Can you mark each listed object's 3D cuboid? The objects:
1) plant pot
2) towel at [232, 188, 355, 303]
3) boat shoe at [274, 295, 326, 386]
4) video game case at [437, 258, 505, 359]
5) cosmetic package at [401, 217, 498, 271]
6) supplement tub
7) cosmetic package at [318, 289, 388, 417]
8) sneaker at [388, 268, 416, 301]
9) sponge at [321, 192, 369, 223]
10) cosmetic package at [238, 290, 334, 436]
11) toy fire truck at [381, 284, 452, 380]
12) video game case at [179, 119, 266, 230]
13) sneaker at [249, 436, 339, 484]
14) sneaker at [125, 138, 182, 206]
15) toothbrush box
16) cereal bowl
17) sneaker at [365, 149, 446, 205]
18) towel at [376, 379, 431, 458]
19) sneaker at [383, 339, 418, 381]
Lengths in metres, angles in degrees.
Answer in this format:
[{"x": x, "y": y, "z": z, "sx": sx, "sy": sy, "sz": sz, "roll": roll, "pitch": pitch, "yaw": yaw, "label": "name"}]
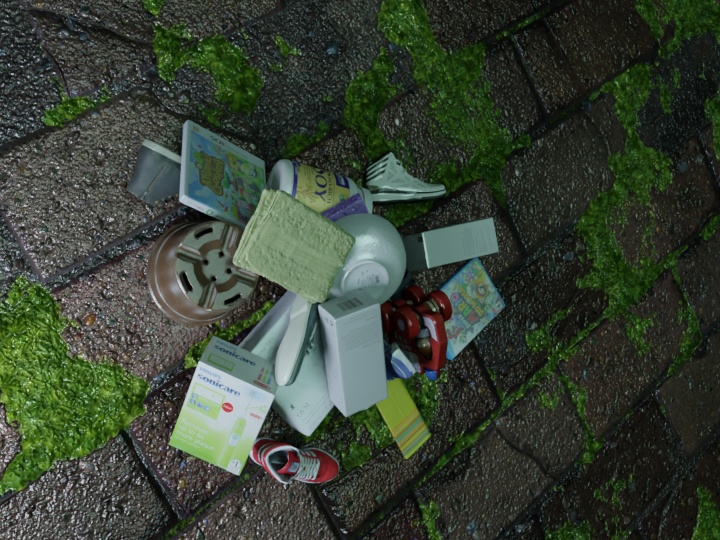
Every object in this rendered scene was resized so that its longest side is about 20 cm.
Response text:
[{"x": -0.277, "y": -0.001, "z": 1.185, "sx": 0.194, "sy": 0.197, "sz": 0.208, "roll": 2, "pitch": 86, "yaw": -24, "label": "plant pot"}, {"x": -0.110, "y": -0.040, "z": 1.130, "sx": 0.197, "sy": 0.036, "sz": 0.151, "roll": 27, "pitch": 96, "yaw": -31, "label": "towel"}, {"x": -0.100, "y": 0.121, "z": 1.176, "sx": 0.061, "sy": 0.072, "sz": 0.204, "roll": 35, "pitch": 47, "yaw": -28, "label": "boat shoe"}, {"x": 0.237, "y": 0.085, "z": 1.522, "sx": 0.199, "sy": 0.018, "sz": 0.145, "roll": -40, "pitch": 104, "yaw": -22, "label": "video game case"}, {"x": 0.196, "y": -0.058, "z": 1.462, "sx": 0.195, "sy": 0.112, "sz": 0.084, "roll": -14, "pitch": 92, "yaw": -24, "label": "cosmetic package"}, {"x": -0.088, "y": -0.127, "z": 1.312, "sx": 0.195, "sy": 0.145, "sz": 0.150, "roll": 12, "pitch": 81, "yaw": -24, "label": "supplement tub"}, {"x": -0.012, "y": 0.151, "z": 1.204, "sx": 0.099, "sy": 0.074, "sz": 0.206, "roll": -17, "pitch": 117, "yaw": -26, "label": "cosmetic package"}, {"x": 0.064, "y": 0.006, "z": 1.413, "sx": 0.200, "sy": 0.079, "sz": 0.079, "roll": 44, "pitch": 70, "yaw": -18, "label": "sneaker"}, {"x": -0.065, "y": -0.055, "z": 1.259, "sx": 0.196, "sy": 0.030, "sz": 0.113, "roll": -28, "pitch": 129, "yaw": 3, "label": "sponge"}, {"x": -0.119, "y": 0.173, "z": 1.291, "sx": 0.201, "sy": 0.122, "sz": 0.200, "roll": 47, "pitch": 70, "yaw": -13, "label": "cosmetic package"}, {"x": 0.116, "y": 0.134, "z": 1.350, "sx": 0.110, "sy": 0.198, "sz": 0.173, "roll": -22, "pitch": 107, "yaw": -26, "label": "toy fire truck"}, {"x": -0.251, "y": -0.170, "z": 1.223, "sx": 0.179, "sy": 0.022, "sz": 0.204, "roll": 25, "pitch": 41, "yaw": -36, "label": "video game case"}, {"x": -0.115, "y": 0.381, "z": 1.283, "sx": 0.195, "sy": 0.112, "sz": 0.073, "roll": 20, "pitch": 79, "yaw": -23, "label": "sneaker"}, {"x": -0.338, "y": -0.156, "z": 1.245, "sx": 0.196, "sy": 0.075, "sz": 0.109, "roll": 26, "pitch": 91, "yaw": -24, "label": "sneaker"}, {"x": -0.240, "y": 0.243, "z": 1.174, "sx": 0.142, "sy": 0.087, "sz": 0.204, "roll": 25, "pitch": 115, "yaw": -5, "label": "toothbrush box"}, {"x": 0.000, "y": 0.000, "z": 1.246, "sx": 0.193, "sy": 0.084, "sz": 0.205, "roll": -8, "pitch": 125, "yaw": -11, "label": "cereal bowl"}, {"x": 0.101, "y": -0.209, "z": 1.445, "sx": 0.195, "sy": 0.075, "sz": 0.120, "roll": -5, "pitch": 91, "yaw": -23, "label": "sneaker"}, {"x": 0.081, "y": 0.302, "z": 1.436, "sx": 0.085, "sy": 0.018, "sz": 0.204, "roll": -33, "pitch": 100, "yaw": -29, "label": "towel"}, {"x": 0.039, "y": 0.208, "z": 1.329, "sx": 0.115, "sy": 0.199, "sz": 0.081, "roll": -43, "pitch": 98, "yaw": -11, "label": "sneaker"}]
